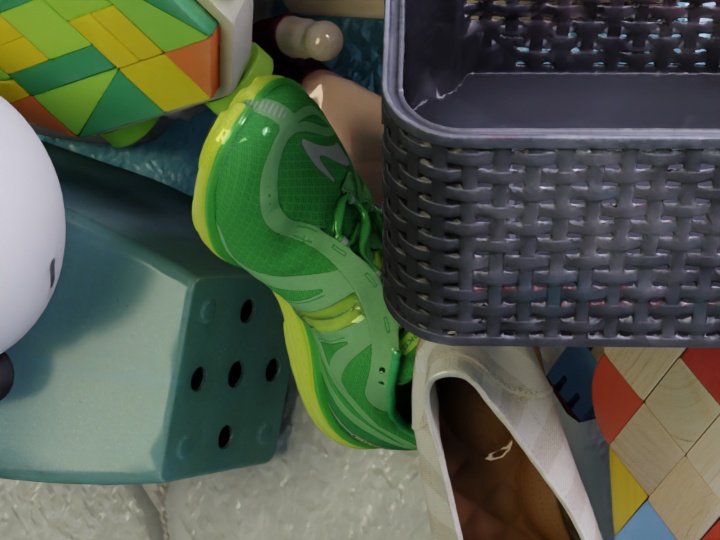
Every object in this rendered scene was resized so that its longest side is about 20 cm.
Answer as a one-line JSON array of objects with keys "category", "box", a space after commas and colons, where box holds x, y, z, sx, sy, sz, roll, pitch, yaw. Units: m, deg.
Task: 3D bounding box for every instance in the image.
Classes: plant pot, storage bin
[{"category": "plant pot", "box": [-0.136, 0.024, 0.897, 0.200, 0.141, 0.141, 16, 99, 30]}, {"category": "storage bin", "box": [0.107, -0.054, 0.641, 0.094, 0.200, 0.135, 88, -177, -46]}]

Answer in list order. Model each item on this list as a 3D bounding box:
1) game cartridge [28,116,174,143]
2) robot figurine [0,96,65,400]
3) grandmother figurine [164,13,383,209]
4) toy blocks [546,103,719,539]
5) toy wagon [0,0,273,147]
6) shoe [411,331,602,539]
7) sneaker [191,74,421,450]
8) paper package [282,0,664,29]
[{"category": "game cartridge", "box": [-0.182, -0.111, 0.936, 0.200, 0.133, 0.041, 13, 73, 39]}, {"category": "robot figurine", "box": [-0.215, -0.008, 0.791, 0.200, 0.150, 0.125, -11, 76, 24]}, {"category": "grandmother figurine", "box": [-0.017, -0.063, 0.838, 0.200, 0.061, 0.121, 30, 135, 28]}, {"category": "toy blocks", "box": [0.137, 0.057, 0.716, 0.200, 0.100, 0.137, 54, 131, 27]}, {"category": "toy wagon", "box": [-0.103, -0.113, 0.762, 0.200, 0.155, 0.040, -10, 47, 44]}, {"category": "shoe", "box": [0.059, 0.111, 0.745, 0.070, 0.053, 0.200, -15, 106, 10]}, {"category": "sneaker", "box": [0.000, 0.000, 0.775, 0.084, 0.200, 0.074, 13, 57, 35]}, {"category": "paper package", "box": [0.021, -0.194, 0.722, 0.191, 0.200, 0.103, 10, 55, 39]}]
